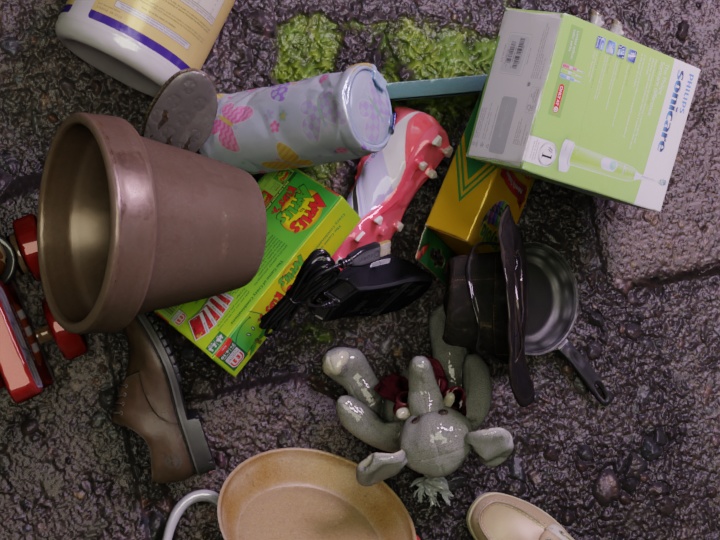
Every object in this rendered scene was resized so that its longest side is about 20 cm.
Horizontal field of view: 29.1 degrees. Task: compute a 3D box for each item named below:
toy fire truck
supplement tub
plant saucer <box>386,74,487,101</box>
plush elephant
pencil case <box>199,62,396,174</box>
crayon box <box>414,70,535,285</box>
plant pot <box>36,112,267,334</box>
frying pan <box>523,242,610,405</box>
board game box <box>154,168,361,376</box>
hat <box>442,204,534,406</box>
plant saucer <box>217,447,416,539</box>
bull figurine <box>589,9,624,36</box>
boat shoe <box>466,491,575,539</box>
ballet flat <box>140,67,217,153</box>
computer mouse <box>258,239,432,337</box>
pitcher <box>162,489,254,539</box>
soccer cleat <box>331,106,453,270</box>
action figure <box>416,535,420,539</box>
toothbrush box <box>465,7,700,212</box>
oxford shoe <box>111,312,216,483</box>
[{"bbox_3d":[-0.341,0.026,1.314,0.112,0.168,0.201,-22,89,-7],"label":"toy fire truck"},{"bbox_3d":[-0.194,-0.285,1.362,0.145,0.145,0.201,27,84,-4],"label":"supplement tub"},{"bbox_3d":[0.047,-0.184,1.420,0.199,0.070,0.019,-5,94,-7],"label":"plant saucer"},{"bbox_3d":[0.062,0.141,1.355,0.164,0.155,0.201,-14,87,-7],"label":"plush elephant"},{"bbox_3d":[-0.067,-0.146,1.350,0.199,0.083,0.091,-8,69,33],"label":"pencil case"},{"bbox_3d":[0.127,-0.082,1.391,0.051,0.127,0.201,21,85,22],"label":"crayon box"},{"bbox_3d":[-0.185,-0.042,1.282,0.174,0.200,0.202,0,86,-31],"label":"plant pot"},{"bbox_3d":[0.203,0.047,1.440,0.190,0.031,0.115,32,73,-24],"label":"frying pan"},{"bbox_3d":[-0.102,-0.006,1.377,0.101,0.048,0.200,34,82,37],"label":"board game box"},{"bbox_3d":[0.116,0.038,1.316,0.080,0.201,0.202,-6,87,11],"label":"hat"},{"bbox_3d":[-0.045,0.256,1.346,0.199,0.201,0.036,16,125,-5],"label":"plant saucer"},{"bbox_3d":[0.245,-0.193,1.439,0.200,0.065,0.122,37,94,-9],"label":"bull figurine"},{"bbox_3d":[0.196,0.296,1.405,0.200,0.065,0.072,40,83,-2],"label":"boat shoe"},{"bbox_3d":[-0.188,-0.113,1.359,0.067,0.046,0.201,9,123,-16],"label":"ballet flat"},{"bbox_3d":[0.000,0.000,1.346,0.199,0.140,0.046,-10,64,-38],"label":"computer mouse"},{"bbox_3d":[-0.167,0.328,1.350,0.200,0.121,0.172,-41,71,-17],"label":"pitcher"},{"bbox_3d":[0.013,-0.077,1.420,0.076,0.067,0.200,38,91,34],"label":"soccer cleat"},{"bbox_3d":[0.017,0.359,1.384,0.099,0.065,0.201,34,84,4],"label":"action figure"},{"bbox_3d":[0.214,-0.150,1.322,0.199,0.086,0.147,12,95,-37],"label":"toothbrush box"},{"bbox_3d":[-0.213,0.116,1.371,0.084,0.073,0.201,-19,88,-5],"label":"oxford shoe"}]
